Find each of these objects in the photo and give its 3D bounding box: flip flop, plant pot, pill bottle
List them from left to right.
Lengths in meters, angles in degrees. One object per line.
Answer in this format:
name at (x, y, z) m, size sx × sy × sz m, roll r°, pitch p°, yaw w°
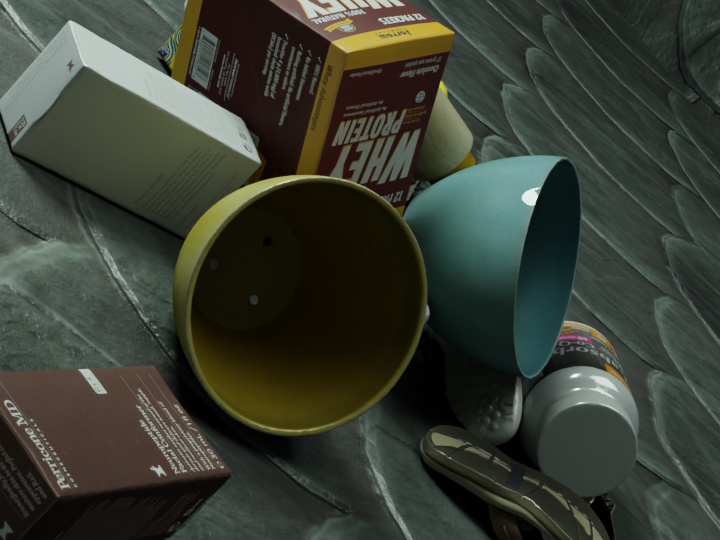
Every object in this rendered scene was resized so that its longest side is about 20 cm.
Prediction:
plant pot at (-0.067, 0.014, 1.602) m, size 0.200 × 0.201 × 0.142 m, roll 34°, pitch -3°, yaw -28°
plant pot at (0.109, -0.012, 1.863) m, size 0.134 × 0.201 × 0.200 m, roll 10°, pitch 9°, yaw 20°
flip flop at (0.133, 0.208, 1.780) m, size 0.199 × 0.058 × 0.081 m, roll 31°, pitch 23°, yaw 6°
pill bottle at (0.203, 0.132, 1.947) m, size 0.116 × 0.116 × 0.200 m, roll 40°, pitch 12°, yaw -13°

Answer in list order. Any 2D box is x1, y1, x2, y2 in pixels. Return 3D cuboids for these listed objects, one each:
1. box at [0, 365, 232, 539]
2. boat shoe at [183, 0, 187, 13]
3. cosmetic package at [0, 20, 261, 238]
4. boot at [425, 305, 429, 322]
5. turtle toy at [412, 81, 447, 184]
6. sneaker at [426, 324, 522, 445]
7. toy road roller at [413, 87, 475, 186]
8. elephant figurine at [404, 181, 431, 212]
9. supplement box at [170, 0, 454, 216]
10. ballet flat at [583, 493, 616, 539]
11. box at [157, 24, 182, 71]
box at (-0.178, 0.119, 1.289) m, size 0.100 × 0.075 × 0.200 m, roll 51°, pitch 22°, yaw 18°
boat shoe at (-0.106, -0.245, 2.185) m, size 0.199 × 0.071 × 0.069 m, roll 24°, pitch 29°, yaw -44°
cosmetic package at (-0.190, -0.114, 1.701) m, size 0.200 × 0.102 × 0.074 m, roll 30°, pitch 23°, yaw -39°
boot at (0.000, 0.000, 1.844) m, size 0.073 × 0.096 × 0.200 m, roll 3°, pitch 43°, yaw -42°
turtle toy at (0.029, -0.133, 2.116) m, size 0.200 × 0.145 × 0.102 m, roll -158°, pitch -129°, yaw -88°
sneaker at (0.120, 0.097, 1.957) m, size 0.081 × 0.076 × 0.201 m, roll 55°, pitch 14°, yaw -41°
toy road roller at (0.005, -0.137, 1.940) m, size 0.123 × 0.146 × 0.200 m, roll 52°, pitch 1°, yaw -32°
elephant figurine at (0.095, -0.052, 2.060) m, size 0.200 × 0.154 × 0.142 m, roll 55°, pitch 34°, yaw -28°
supplement box at (-0.052, -0.160, 1.809) m, size 0.132 × 0.198 × 0.200 m, roll -15°, pitch 42°, yaw -43°
ballet flat at (0.213, 0.250, 1.856) m, size 0.067 × 0.046 × 0.200 m, roll 42°, pitch 19°, yaw -13°
box at (-0.112, -0.203, 2.087) m, size 0.200 × 0.070 × 0.064 m, roll 14°, pitch 36°, yaw -56°
